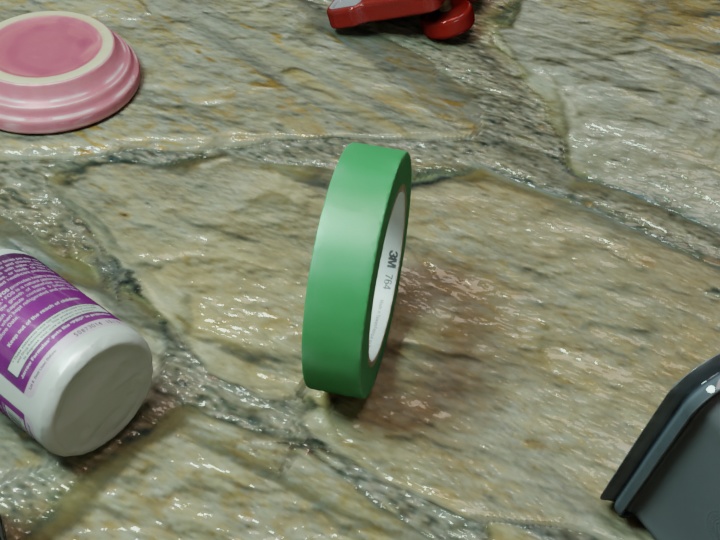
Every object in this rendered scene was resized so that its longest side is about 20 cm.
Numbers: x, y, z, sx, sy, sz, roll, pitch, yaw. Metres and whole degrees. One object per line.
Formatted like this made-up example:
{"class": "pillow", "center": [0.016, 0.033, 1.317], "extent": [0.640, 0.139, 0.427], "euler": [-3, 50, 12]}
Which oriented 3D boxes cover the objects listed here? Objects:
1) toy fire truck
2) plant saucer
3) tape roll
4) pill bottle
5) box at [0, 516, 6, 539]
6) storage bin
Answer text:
{"class": "toy fire truck", "center": [0.059, -0.365, 1.327], "extent": [0.168, 0.112, 0.200], "euler": [-1, 39, 23]}
{"class": "plant saucer", "center": [-0.348, -0.229, 1.192], "extent": [0.200, 0.051, 0.201], "euler": [1, 43, -1]}
{"class": "tape roll", "center": [0.000, 0.000, 0.862], "extent": [0.048, 0.201, 0.201], "euler": [11, 44, 8]}
{"class": "pill bottle", "center": [-0.270, 0.051, 0.857], "extent": [0.200, 0.112, 0.112], "euler": [32, 51, 26]}
{"class": "box", "center": [-0.347, 0.164, 0.702], "extent": [0.200, 0.159, 0.048], "euler": [-17, 47, -19]}
{"class": "storage bin", "center": [0.280, 0.148, 0.740], "extent": [0.145, 0.200, 0.134], "euler": [-20, 59, -22]}
